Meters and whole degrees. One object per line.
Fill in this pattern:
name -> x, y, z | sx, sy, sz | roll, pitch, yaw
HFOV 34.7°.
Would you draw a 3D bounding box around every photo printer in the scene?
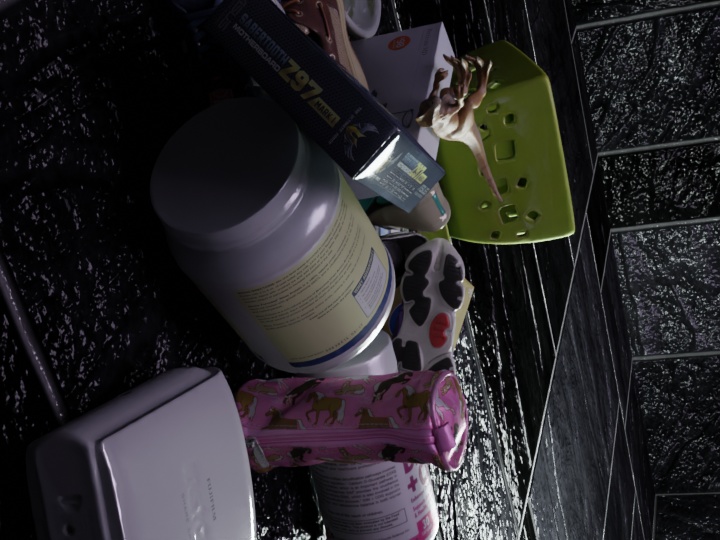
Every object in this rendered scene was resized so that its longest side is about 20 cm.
photo printer -> -0.135, 0.160, 0.780 | 0.200, 0.068, 0.169 | -26, 109, -69

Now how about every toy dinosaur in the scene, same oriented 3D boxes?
toy dinosaur -> 0.093, -0.146, 1.099 | 0.199, 0.060, 0.108 | 21, 87, -60

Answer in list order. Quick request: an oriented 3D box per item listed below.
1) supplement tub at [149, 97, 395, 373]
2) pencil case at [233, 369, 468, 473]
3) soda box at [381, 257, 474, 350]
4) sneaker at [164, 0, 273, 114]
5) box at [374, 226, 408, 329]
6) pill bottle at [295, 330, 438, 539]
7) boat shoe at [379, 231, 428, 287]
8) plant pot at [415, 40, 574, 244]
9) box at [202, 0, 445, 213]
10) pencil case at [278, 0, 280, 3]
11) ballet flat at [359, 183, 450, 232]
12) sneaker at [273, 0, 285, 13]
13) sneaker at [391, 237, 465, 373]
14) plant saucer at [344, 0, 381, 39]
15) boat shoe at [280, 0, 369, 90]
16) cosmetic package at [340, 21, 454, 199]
supplement tub -> -0.066, -0.024, 0.909 | 0.201, 0.143, 0.147 | 57, 33, -51
pencil case -> -0.008, 0.125, 0.948 | 0.083, 0.197, 0.088 | 58, 34, -47
soda box -> 0.055, 0.093, 1.235 | 0.068, 0.063, 0.203 | 38, 69, -57
sneaker -> -0.109, -0.159, 0.928 | 0.085, 0.074, 0.201 | -81, 156, -45
box -> 0.016, -0.023, 1.289 | 0.119, 0.041, 0.203 | 53, 34, -55
pill bottle -> 0.003, 0.166, 1.092 | 0.113, 0.112, 0.203 | -52, 132, -62
boat shoe -> 0.000, 0.000, 1.146 | 0.199, 0.063, 0.072 | -30, 99, -51
plant pot -> 0.130, -0.140, 1.370 | 0.199, 0.179, 0.203 | -109, -176, -66
box -> -0.019, -0.123, 0.862 | 0.158, 0.051, 0.200 | 47, 7, 13
pencil case -> -0.081, -0.340, 1.041 | 0.084, 0.084, 0.203 | 49, 39, -51
ballet flat -> 0.036, -0.066, 1.174 | 0.200, 0.068, 0.071 | -166, -115, -69
sneaker -> -0.115, -0.242, 0.967 | 0.201, 0.071, 0.073 | 62, -4, -34
sneaker -> 0.066, 0.067, 1.156 | 0.083, 0.079, 0.203 | -54, 159, -80
plant saucer -> -0.035, -0.337, 1.204 | 0.200, 0.049, 0.204 | -11, 90, -70
boat shoe -> -0.056, -0.222, 1.064 | 0.072, 0.072, 0.203 | -9, 77, -58
cosmetic package -> 0.007, -0.154, 1.137 | 0.202, 0.148, 0.052 | -77, 153, -42
